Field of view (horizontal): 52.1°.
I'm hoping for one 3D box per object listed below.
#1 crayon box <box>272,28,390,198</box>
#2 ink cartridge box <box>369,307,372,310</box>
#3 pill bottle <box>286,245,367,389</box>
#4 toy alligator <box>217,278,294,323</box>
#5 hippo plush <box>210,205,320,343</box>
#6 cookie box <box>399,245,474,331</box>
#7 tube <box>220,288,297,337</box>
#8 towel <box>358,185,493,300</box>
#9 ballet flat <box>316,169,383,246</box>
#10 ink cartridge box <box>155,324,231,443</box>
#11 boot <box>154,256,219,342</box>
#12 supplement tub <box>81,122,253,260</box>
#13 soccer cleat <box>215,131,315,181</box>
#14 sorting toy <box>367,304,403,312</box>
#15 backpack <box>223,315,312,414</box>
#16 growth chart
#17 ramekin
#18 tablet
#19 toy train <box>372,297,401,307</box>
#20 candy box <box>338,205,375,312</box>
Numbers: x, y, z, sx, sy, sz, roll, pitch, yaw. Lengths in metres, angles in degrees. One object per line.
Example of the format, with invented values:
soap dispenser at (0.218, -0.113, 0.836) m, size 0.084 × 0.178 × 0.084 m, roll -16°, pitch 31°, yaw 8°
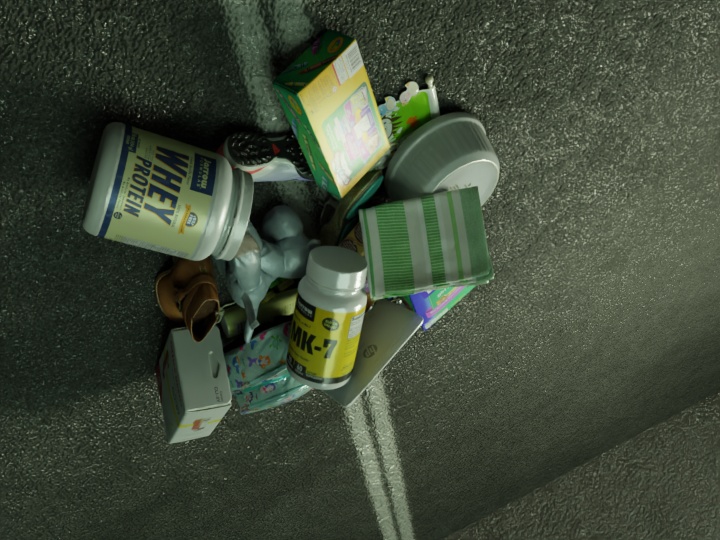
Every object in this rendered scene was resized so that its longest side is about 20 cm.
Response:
crayon box at (-0.035, -0.217, 1.048) m, size 0.119 × 0.058 × 0.202 m, roll -46°, pitch 142°, yaw -19°
ink cartridge box at (0.060, -0.010, 1.395) m, size 0.196 × 0.077 × 0.138 m, roll -22°, pitch 142°, yaw -14°
pill bottle at (-0.051, 0.073, 1.166) m, size 0.112 × 0.114 × 0.205 m, roll -4°, pitch 118°, yaw -31°
toy alligator at (-0.180, 0.028, 1.293) m, size 0.197 × 0.060 × 0.054 m, roll -33°, pitch -175°, yaw 3°
hippo plush at (-0.139, -0.029, 1.151) m, size 0.158 × 0.204 × 0.160 m, roll -22°, pitch 166°, yaw -24°
cookie box at (0.136, -0.008, 1.268) m, size 0.170 × 0.075 × 0.201 m, roll -40°, pitch 152°, yaw -5°
tube at (-0.161, 0.069, 1.361) m, size 0.196 × 0.058 × 0.053 m, roll -18°, pitch 108°, yaw -22°
towel at (0.101, -0.042, 1.156) m, size 0.194 × 0.157 × 0.023 m, roll -10°, pitch 169°, yaw 5°
ballet flat at (-0.026, -0.105, 1.222) m, size 0.069 × 0.072 × 0.201 m, roll -6°, pitch 146°, yaw -29°
ink cartridge box at (-0.295, 0.199, 1.284) m, size 0.081 × 0.149 × 0.200 m, roll -6°, pitch 157°, yaw -26°
boot at (-0.272, 0.054, 1.166) m, size 0.072 × 0.156 × 0.203 m, roll -9°, pitch 140°, yaw -26°
supplement tub at (-0.253, -0.097, 0.974) m, size 0.195 × 0.147 × 0.146 m, roll 14°, pitch 128°, yaw -24°
soccer cleat at (-0.131, -0.163, 1.103) m, size 0.197 × 0.070 × 0.072 m, roll -2°, pitch 165°, yaw -44°
sorting toy at (0.041, 0.108, 1.510) m, size 0.177 × 0.108 × 0.200 m, roll -23°, pitch 165°, yaw -34°
backpack at (-0.152, 0.162, 1.326) m, size 0.175 × 0.153 × 0.199 m, roll -15°, pitch 163°, yaw -47°
growth chart at (0.049, -0.218, 1.193) m, size 0.198 × 0.018 × 0.145 m, roll -35°, pitch 145°, yaw 2°
ramekin at (0.147, -0.159, 1.249) m, size 0.199 × 0.095 × 0.204 m, roll -25°, pitch 150°, yaw -16°
tablet at (0.007, 0.134, 1.252) m, size 0.200 × 0.129 × 0.014 m, roll -47°, pitch 125°, yaw -16°
toy train at (0.108, 0.029, 1.384) m, size 0.195 × 0.034 × 0.047 m, roll -18°, pitch 138°, yaw -17°
candy box at (0.000, 0.000, 1.260) m, size 0.201 × 0.057 × 0.116 m, roll -50°, pitch 140°, yaw 11°
